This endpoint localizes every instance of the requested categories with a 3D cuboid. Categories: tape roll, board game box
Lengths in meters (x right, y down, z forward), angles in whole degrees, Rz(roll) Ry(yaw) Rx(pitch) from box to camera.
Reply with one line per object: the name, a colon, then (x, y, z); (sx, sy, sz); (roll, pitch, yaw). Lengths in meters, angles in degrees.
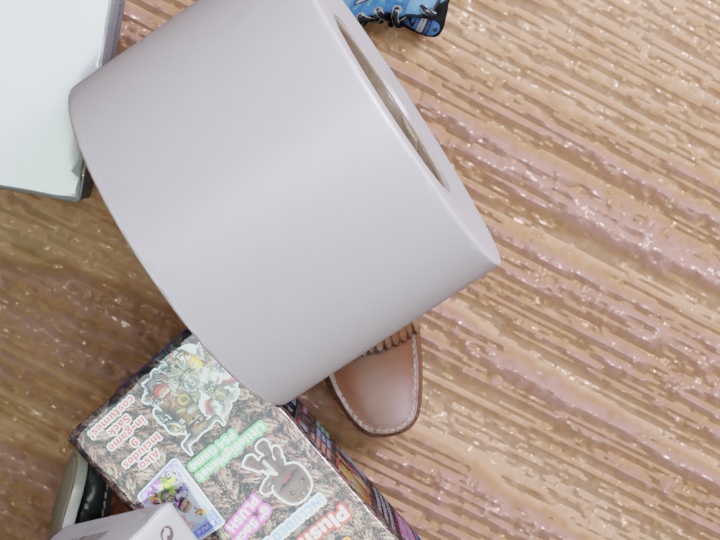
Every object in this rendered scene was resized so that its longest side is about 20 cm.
tape roll: (-0.038, -0.050, 0.900); (0.139, 0.203, 0.203); (-34, 97, 8)
board game box: (-0.054, 0.129, 0.980); (0.097, 0.159, 0.200); (-41, 91, -1)

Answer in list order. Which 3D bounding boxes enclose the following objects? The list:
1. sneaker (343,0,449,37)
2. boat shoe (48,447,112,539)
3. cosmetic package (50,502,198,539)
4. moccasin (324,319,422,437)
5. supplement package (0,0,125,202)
sneaker: (0.011, -0.166, 1.019); (0.200, 0.078, 0.090); (-38, 100, -1)
boat shoe: (-0.154, 0.188, 1.005); (0.060, 0.074, 0.201); (9, 118, -7)
cosmetic package: (-0.094, 0.226, 0.897); (0.081, 0.113, 0.200); (-42, 103, -39)
moccasin: (0.002, 0.000, 1.028); (0.073, 0.078, 0.202); (-5, 95, -6)
supplement package: (-0.214, -0.151, 0.981); (0.155, 0.111, 0.201); (10, 93, -6)
